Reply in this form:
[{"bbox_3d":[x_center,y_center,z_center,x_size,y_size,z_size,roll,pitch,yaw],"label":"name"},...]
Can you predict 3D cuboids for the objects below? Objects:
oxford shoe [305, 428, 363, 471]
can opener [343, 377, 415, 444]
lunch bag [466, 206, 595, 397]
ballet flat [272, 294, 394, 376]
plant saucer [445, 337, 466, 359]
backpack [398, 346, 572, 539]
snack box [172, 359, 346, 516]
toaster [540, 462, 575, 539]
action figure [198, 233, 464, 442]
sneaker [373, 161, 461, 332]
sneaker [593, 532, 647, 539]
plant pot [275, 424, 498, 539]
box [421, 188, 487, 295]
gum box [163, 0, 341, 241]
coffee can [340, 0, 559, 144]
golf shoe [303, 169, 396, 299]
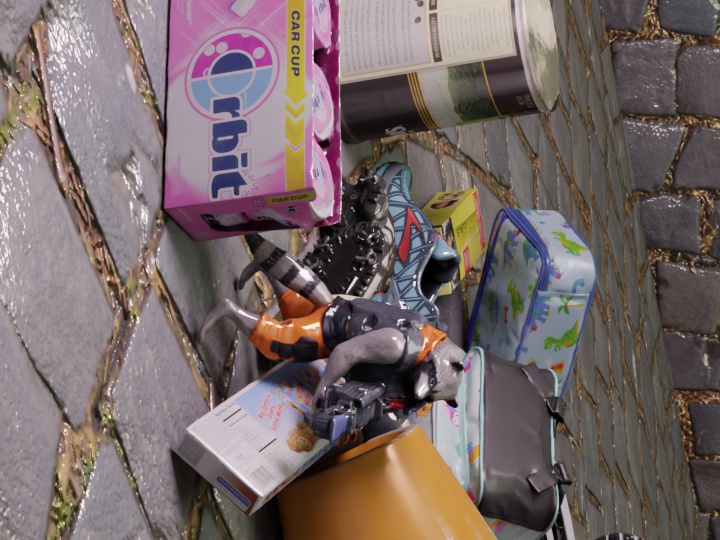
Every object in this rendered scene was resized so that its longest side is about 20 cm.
[{"bbox_3d":[-0.040,0.119,1.445,0.200,0.072,0.072,-40,121,-71],"label":"oxford shoe"},{"bbox_3d":[0.003,0.188,1.574,0.063,0.078,0.202,1,92,-67],"label":"can opener"},{"bbox_3d":[0.181,0.041,2.050,0.161,0.082,0.202,-118,-143,-58],"label":"lunch bag"},{"bbox_3d":[0.005,0.057,1.519,0.199,0.070,0.066,12,114,-52],"label":"ballet flat"},{"bbox_3d":[0.112,0.166,1.980,0.200,0.050,0.202,-8,90,-73],"label":"plant saucer"},{"bbox_3d":[0.082,0.185,1.660,0.201,0.152,0.177,119,-23,-47],"label":"backpack"},{"bbox_3d":[-0.059,0.112,1.351,0.072,0.024,0.200,39,26,9],"label":"snack box"},{"bbox_3d":[0.128,0.244,1.821,0.114,0.128,0.202,-39,123,-48],"label":"toaster"},{"bbox_3d":[-0.015,0.051,1.347,0.200,0.192,0.106,-44,153,-78],"label":"action figure"},{"bbox_3d":[0.051,-0.014,1.770,0.079,0.095,0.202,56,31,-57],"label":"sneaker"},{"bbox_3d":[0.234,0.318,1.864,0.080,0.199,0.074,39,47,-34],"label":"sneaker"},{"bbox_3d":[0.024,0.228,1.448,0.185,0.199,0.200,66,17,1],"label":"plant pot"},{"bbox_3d":[0.089,-0.030,1.981,0.200,0.050,0.076,-44,125,-71],"label":"box"},{"bbox_3d":[-0.077,-0.121,1.355,0.066,0.112,0.202,48,38,-62],"label":"gum box"},{"bbox_3d":[0.074,-0.206,1.750,0.146,0.198,0.148,-8,90,-73],"label":"coffee can"},{"bbox_3d":[0.000,0.000,1.628,0.201,0.077,0.095,-72,151,-53],"label":"golf shoe"}]
